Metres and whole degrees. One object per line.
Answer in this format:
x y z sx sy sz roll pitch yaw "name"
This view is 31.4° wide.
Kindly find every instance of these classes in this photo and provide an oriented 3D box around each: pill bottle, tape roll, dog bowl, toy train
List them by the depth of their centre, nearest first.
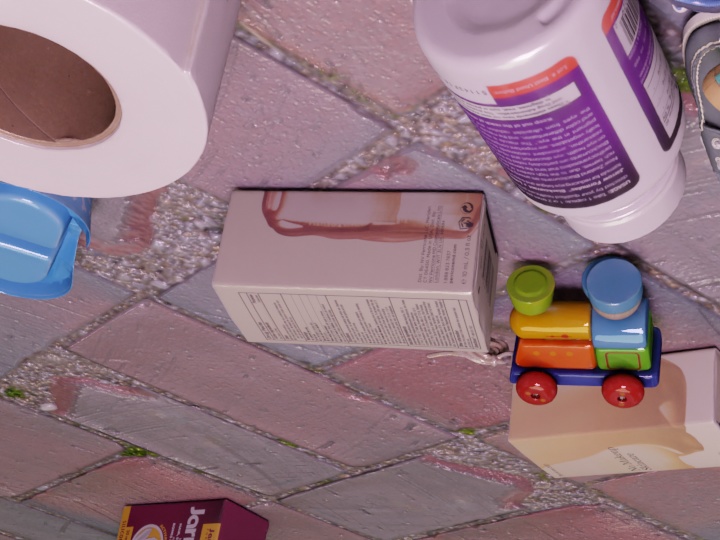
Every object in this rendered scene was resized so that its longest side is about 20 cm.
-0.165 -0.151 0.694 0.200 0.141 0.203 7 152 4 "tape roll"
0.118 -0.100 0.721 0.110 0.113 0.200 -6 148 28 "pill bottle"
0.136 0.042 1.024 0.198 0.085 0.116 0 141 19 "toy train"
-0.274 -0.041 1.035 0.110 0.050 0.200 18 152 -14 "dog bowl"

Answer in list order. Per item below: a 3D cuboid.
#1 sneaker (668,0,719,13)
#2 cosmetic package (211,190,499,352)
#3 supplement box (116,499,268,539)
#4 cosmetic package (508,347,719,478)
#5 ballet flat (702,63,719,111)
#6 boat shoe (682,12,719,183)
0.174 -0.154 0.618 0.199 0.086 0.077 21 152 -38 "sneaker"
0.000 0.000 0.975 0.197 0.088 0.104 2 153 14 "cosmetic package"
-0.238 0.395 1.749 0.198 0.132 0.103 -11 146 34 "supplement box"
0.244 0.133 1.156 0.198 0.072 0.105 -12 145 36 "cosmetic package"
0.247 -0.060 0.729 0.063 0.069 0.200 -24 133 20 "ballet flat"
0.242 -0.080 0.769 0.072 0.062 0.200 -5 148 28 "boat shoe"
